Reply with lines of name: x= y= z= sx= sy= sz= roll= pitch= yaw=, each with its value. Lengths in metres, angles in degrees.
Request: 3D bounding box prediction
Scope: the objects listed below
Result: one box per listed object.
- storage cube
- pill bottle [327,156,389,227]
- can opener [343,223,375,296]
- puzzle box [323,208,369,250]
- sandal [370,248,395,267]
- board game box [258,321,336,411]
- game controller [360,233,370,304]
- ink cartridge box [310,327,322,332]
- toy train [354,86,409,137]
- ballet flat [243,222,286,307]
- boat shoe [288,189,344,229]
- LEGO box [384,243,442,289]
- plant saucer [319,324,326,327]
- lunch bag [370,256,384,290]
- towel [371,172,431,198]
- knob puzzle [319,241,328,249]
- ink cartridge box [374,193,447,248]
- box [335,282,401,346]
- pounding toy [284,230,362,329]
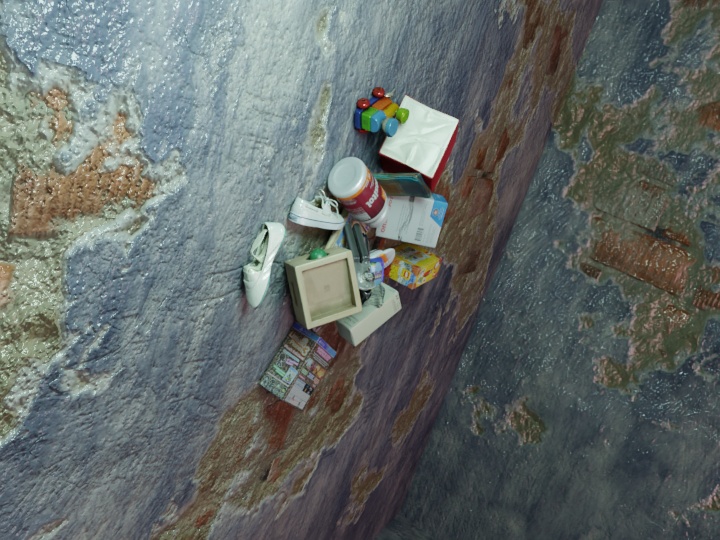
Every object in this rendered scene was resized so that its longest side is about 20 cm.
storage cube: x=0.163 y=-0.345 z=1.630 sx=0.204 sy=0.167 sz=0.180 roll=-64 pitch=172 yaw=-2
pill bottle: x=0.003 y=-0.198 z=1.539 sx=0.115 sy=0.111 sz=0.200 roll=-59 pitch=145 yaw=-8
can opener: x=-0.007 y=-0.027 z=1.559 sx=0.052 sy=0.205 sz=0.067 roll=-4 pitch=148 yaw=-19
puzzle box: x=-0.033 y=-0.098 z=1.652 sx=0.204 sy=0.025 sz=0.133 roll=-65 pitch=150 yaw=-16
sandal: x=0.019 y=-0.021 z=1.844 sx=0.204 sy=0.060 sz=0.080 roll=-33 pitch=149 yaw=-14
board game box: x=-0.176 y=0.278 z=1.681 sx=0.203 sy=0.095 sz=0.160 roll=-58 pitch=155 yaw=-13
game controller: x=0.000 y=0.000 z=1.669 sx=0.104 sy=0.041 sz=0.206 roll=-37 pitch=130 yaw=-56
ink cartridge box: x=-0.119 y=0.088 z=1.662 sx=0.098 sy=0.039 sz=0.203 roll=-36 pitch=145 yaw=-19
toy train: x=0.080 y=-0.418 z=1.514 sx=0.200 sy=0.114 sz=0.086 roll=-45 pitch=150 yaw=-35
ballet flat: x=-0.234 y=-0.018 z=1.343 sx=0.069 sy=0.068 sz=0.205 roll=18 pitch=93 yaw=-65
boat shoe: x=-0.100 y=-0.157 z=1.466 sx=0.199 sy=0.074 sz=0.089 roll=3 pitch=109 yaw=-53
LEGO box: x=0.175 y=-0.021 z=2.037 sx=0.198 sy=0.146 sz=0.079 roll=-21 pitch=132 yaw=-55
plant saucer: x=-0.089 y=0.084 z=1.627 sx=0.197 sy=0.034 sz=0.204 roll=-31 pitch=143 yaw=-26
lunch bag: x=0.000 y=0.051 z=1.777 sx=0.148 sy=0.094 sz=0.205 roll=-11 pitch=126 yaw=-41
towel: x=0.088 y=-0.233 z=1.616 sx=0.146 sy=0.194 sz=0.022 roll=34 pitch=62 yaw=-64
knob puzzle: x=-0.075 y=-0.004 z=1.697 sx=0.220 sy=0.030 sz=0.224 roll=-46 pitch=150 yaw=-36
ink cartridge box: x=0.149 y=-0.169 z=1.785 sx=0.084 sy=0.194 sz=0.149 roll=-100 pitch=-158 yaw=-64
box: x=0.025 y=0.127 z=1.731 sx=0.198 sy=0.081 sz=0.070 roll=-37 pitch=131 yaw=-26
pounding toy: x=-0.093 y=0.012 z=1.499 sx=0.179 sy=0.142 sz=0.206 roll=-16 pitch=104 yaw=-20
